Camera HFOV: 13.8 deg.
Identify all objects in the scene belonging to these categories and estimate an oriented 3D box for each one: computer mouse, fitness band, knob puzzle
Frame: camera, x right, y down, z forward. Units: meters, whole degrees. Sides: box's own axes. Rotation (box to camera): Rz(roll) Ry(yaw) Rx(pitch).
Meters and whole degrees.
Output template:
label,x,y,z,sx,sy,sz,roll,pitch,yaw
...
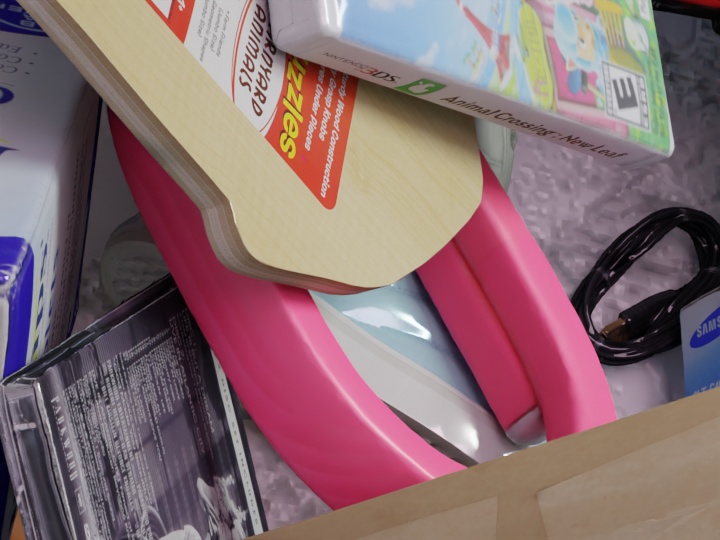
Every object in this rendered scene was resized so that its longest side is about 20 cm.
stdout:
label,x,y,z,sx,sy,sz,roll,pitch,yaw
computer mouse,0.157,-0.011,1.054,0.200,0.034,0.059,-20,79,-21
fitness band,0.000,0.000,0.876,0.144,0.037,0.200,1,52,-52
knob puzzle,-0.027,-0.077,0.834,0.220,0.030,0.220,36,46,-49

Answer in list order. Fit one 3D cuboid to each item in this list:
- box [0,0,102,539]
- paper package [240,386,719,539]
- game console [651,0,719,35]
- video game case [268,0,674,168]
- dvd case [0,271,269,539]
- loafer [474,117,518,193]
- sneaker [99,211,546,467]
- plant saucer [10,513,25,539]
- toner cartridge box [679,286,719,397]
label,x,y,z,sx,sy,sz,roll,pitch,yaw
box,-0.170,-0.008,0.793,0.184,0.105,0.200,10,25,-3
paper package,0.082,0.139,0.786,0.103,0.200,0.191,-90,157,-53
game console,0.097,-0.159,1.050,0.172,0.119,0.200,8,66,-9
video game case,0.027,-0.142,0.888,0.182,0.022,0.200,14,64,-51
dvd case,-0.050,0.084,0.784,0.016,0.200,0.149,-12,96,10
loafer,0.015,-0.112,1.017,0.070,0.070,0.200,21,57,-48
sneaker,0.017,0.028,0.953,0.200,0.074,0.082,40,56,-9
plant saucer,-0.117,0.133,0.876,0.200,0.037,0.200,8,68,-20
toner cartridge box,0.217,0.031,1.007,0.200,0.095,0.043,9,66,-28
